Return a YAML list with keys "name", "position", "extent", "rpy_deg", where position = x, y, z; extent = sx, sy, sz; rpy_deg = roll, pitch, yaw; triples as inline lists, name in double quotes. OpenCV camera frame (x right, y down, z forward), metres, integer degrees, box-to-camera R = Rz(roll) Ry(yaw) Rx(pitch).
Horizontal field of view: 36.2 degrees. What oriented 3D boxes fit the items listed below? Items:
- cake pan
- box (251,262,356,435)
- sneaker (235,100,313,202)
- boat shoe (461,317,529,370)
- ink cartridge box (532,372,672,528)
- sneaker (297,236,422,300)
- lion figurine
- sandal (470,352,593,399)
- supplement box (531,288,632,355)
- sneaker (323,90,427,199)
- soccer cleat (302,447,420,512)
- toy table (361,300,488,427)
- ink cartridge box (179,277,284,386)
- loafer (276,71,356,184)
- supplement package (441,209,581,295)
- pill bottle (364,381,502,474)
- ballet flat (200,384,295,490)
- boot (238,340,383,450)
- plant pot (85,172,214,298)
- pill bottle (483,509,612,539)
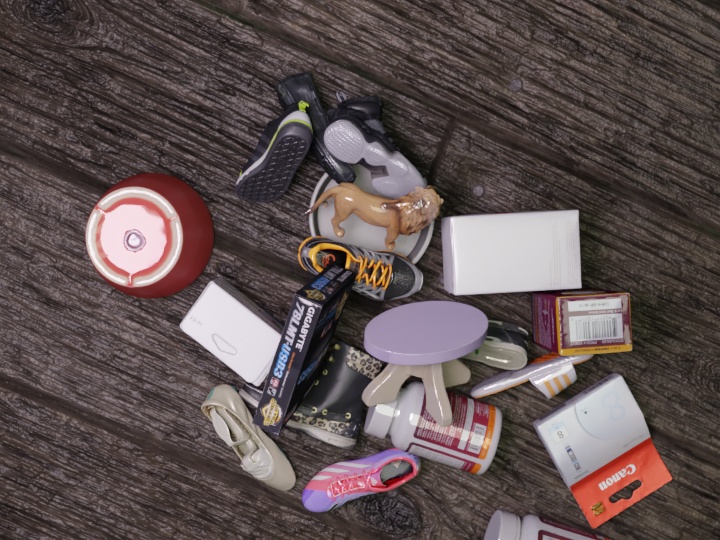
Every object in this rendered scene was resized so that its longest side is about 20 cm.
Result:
- name: "cake pan"
  position: [0.017, -0.084, 1.732]
  extent: [0.196, 0.037, 0.204]
  rpy_deg: [0, 92, -2]
- name: "box"
  position: [-0.078, 0.106, 1.567]
  extent: [0.049, 0.200, 0.201]
  rpy_deg: [21, 106, 8]
- name: "sneaker"
  position: [-0.125, -0.181, 1.680]
  extent: [0.071, 0.200, 0.084]
  rpy_deg: [21, 49, -27]
- name: "boat shoe"
  position: [0.171, 0.097, 1.742]
  extent: [0.197, 0.072, 0.068]
  rpy_deg: [15, 53, 4]
- name: "ink cartridge box"
  position: [0.392, 0.291, 1.759]
  extent: [0.159, 0.047, 0.202]
  rpy_deg: [-30, 91, -2]
- name: "sneaker"
  position: [0.000, 0.000, 1.678]
  extent: [0.196, 0.077, 0.080]
  rpy_deg: [12, 90, -5]
- name: "lion figurine"
  position: [0.017, -0.093, 1.644]
  extent: [0.196, 0.123, 0.074]
  rpy_deg: [8, 64, -12]
- name: "sandal"
  position: [0.276, 0.177, 1.740]
  extent: [0.204, 0.079, 0.060]
  rpy_deg: [-21, 94, 7]
- name: "supplement box"
  position: [0.331, 0.075, 1.672]
  extent: [0.108, 0.200, 0.087]
  rpy_deg: [-3, 91, -3]
- name: "sneaker"
  position: [0.031, -0.195, 1.669]
  extent: [0.199, 0.075, 0.115]
  rpy_deg: [33, 46, -32]
- name: "soccer cleat"
  position: [0.001, 0.329, 1.727]
  extent: [0.197, 0.076, 0.068]
  rpy_deg: [-19, 93, -2]
- name: "toy table"
  position: [0.094, 0.133, 1.643]
  extent: [0.196, 0.185, 0.119]
  rpy_deg: [-4, 122, -16]
- name: "ink cartridge box"
  position: [-0.183, 0.087, 1.647]
  extent: [0.144, 0.200, 0.085]
  rpy_deg: [37, 90, -4]
- name: "loafer"
  position: [-0.057, -0.221, 1.692]
  extent: [0.070, 0.068, 0.202]
  rpy_deg: [-29, 74, -9]
- name: "supplement package"
  position: [0.230, -0.029, 1.703]
  extent: [0.196, 0.121, 0.122]
  rpy_deg: [-3, 93, -3]
- name: "pill bottle"
  position: [0.112, 0.237, 1.712]
  extent: [0.197, 0.110, 0.111]
  rpy_deg: [18, 91, -4]
- name: "ballet flat"
  position: [-0.179, 0.272, 1.719]
  extent: [0.069, 0.069, 0.201]
  rpy_deg: [-37, 90, -1]
- name: "boot"
  position: [-0.075, 0.176, 1.724]
  extent: [0.201, 0.073, 0.156]
  rpy_deg: [24, 86, -3]
- name: "plant pot"
  position: [-0.325, -0.050, 1.647]
  extent: [0.196, 0.177, 0.204]
  rpy_deg: [0, 93, -3]
- name: "pill bottle"
  position: [0.296, 0.452, 1.727]
  extent: [0.197, 0.114, 0.116]
  rpy_deg: [18, 91, -3]
